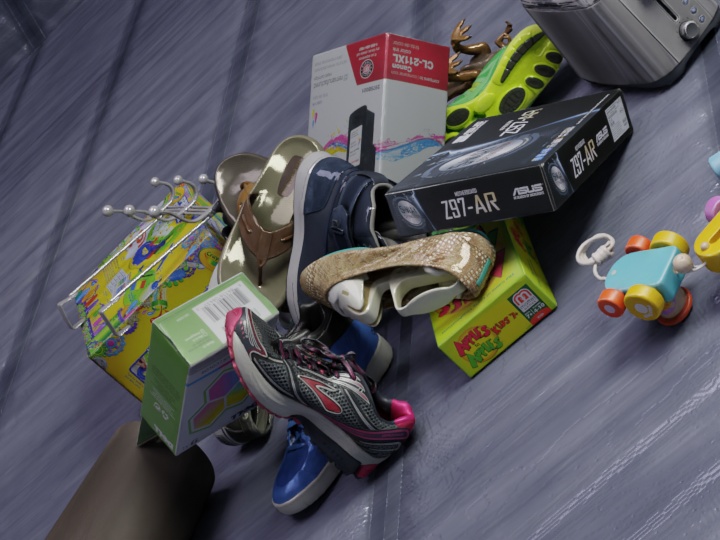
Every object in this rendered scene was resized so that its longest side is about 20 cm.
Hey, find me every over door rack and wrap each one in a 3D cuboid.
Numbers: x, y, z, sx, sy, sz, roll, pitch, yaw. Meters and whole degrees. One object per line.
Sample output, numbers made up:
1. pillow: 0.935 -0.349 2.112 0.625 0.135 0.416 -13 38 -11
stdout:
1. over door rack: -0.250 -0.027 1.864 0.201 0.067 0.147 -54 24 -17

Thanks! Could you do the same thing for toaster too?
1. toaster: 0.237 -0.254 1.622 0.114 0.129 0.200 -50 24 -9

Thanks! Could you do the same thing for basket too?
1. basket: -0.226 0.254 1.629 0.180 0.136 0.201 -39 19 47

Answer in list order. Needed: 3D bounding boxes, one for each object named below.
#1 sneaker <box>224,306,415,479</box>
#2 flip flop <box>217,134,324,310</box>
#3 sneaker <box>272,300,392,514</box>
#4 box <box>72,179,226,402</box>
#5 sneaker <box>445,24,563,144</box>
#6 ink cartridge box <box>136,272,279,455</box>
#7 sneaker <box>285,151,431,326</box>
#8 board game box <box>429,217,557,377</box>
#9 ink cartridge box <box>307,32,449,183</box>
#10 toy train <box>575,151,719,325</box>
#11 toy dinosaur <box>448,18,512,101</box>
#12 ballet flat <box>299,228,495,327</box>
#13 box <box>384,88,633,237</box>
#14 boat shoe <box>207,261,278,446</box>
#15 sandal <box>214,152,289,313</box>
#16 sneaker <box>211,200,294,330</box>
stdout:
1. sneaker: -0.039 0.092 1.470 0.075 0.200 0.081 -39 28 20
2. flip flop: -0.086 -0.047 1.681 0.058 0.080 0.202 81 -151 -71
3. sneaker: -0.054 0.116 1.570 0.076 0.111 0.201 -10 44 53
4. box: -0.213 0.029 1.947 0.193 0.122 0.200 -45 24 5
5. sneaker: 0.137 -0.169 1.753 0.200 0.074 0.084 -43 -1 17
6. ink cartridge box: -0.142 0.102 1.567 0.103 0.059 0.201 -30 -27 -31
7. sneaker: -0.001 0.000 1.623 0.076 0.204 0.146 -16 23 -37
8. board game box: 0.108 0.000 1.554 0.101 0.048 0.201 -40 25 15
9. ink cartridge box: 0.015 -0.125 1.739 0.145 0.082 0.202 -7 77 56
10. toy train: 0.269 -0.031 1.335 0.199 0.056 0.151 -36 25 16
11. toy dinosaur: 0.122 -0.209 1.825 0.199 0.106 0.061 -27 55 30
12. ballet flat: 0.025 0.012 1.503 0.199 0.071 0.066 -15 46 33
13. box: 0.136 -0.097 1.529 0.159 0.044 0.200 -9 19 34
14. boat shoe: -0.111 0.075 1.726 0.063 0.070 0.202 -19 66 43
15. sandal: -0.096 -0.047 1.736 0.081 0.055 0.201 -22 58 2
16. sneaker: -0.104 -0.023 1.821 0.078 0.140 0.200 -43 24 7
